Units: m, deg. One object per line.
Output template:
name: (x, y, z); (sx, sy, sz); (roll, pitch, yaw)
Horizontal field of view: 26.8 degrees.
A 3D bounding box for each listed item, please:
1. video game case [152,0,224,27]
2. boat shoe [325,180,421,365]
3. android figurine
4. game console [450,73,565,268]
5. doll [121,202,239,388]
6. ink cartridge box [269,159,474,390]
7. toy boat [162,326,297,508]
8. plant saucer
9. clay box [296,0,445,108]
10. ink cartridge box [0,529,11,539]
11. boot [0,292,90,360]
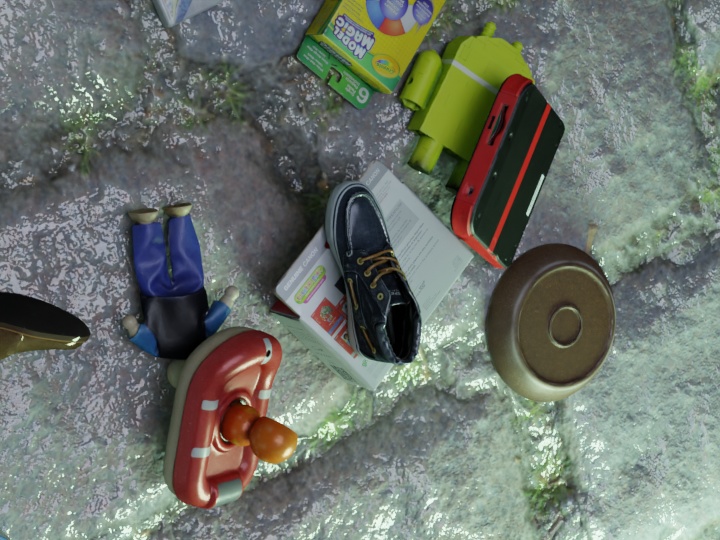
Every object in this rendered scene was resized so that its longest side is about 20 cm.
video game case: (-0.170, -0.387, 1.603); (0.182, 0.022, 0.201); (-31, 110, -23)
boat shoe: (0.021, 0.003, 1.622); (0.070, 0.091, 0.202); (-15, 101, -26)
android figurine: (0.132, -0.194, 1.786); (0.181, 0.041, 0.201); (27, 83, -29)
game console: (0.175, -0.115, 1.778); (0.201, 0.031, 0.177); (-67, 154, -6)
doll: (-0.195, 0.031, 1.623); (0.135, 0.048, 0.202); (-11, 101, -27)
ink cartridge box: (0.000, 0.000, 1.710); (0.176, 0.084, 0.200); (45, 74, -24)
toy boat: (-0.123, 0.164, 1.608); (0.130, 0.130, 0.202); (-8, 112, -57)
plant saucer: (0.248, 0.068, 1.889); (0.199, 0.034, 0.202); (-4, 99, -30)
clay box: (0.022, -0.293, 1.708); (0.115, 0.047, 0.201); (35, 78, -30)
ink cartridge box: (-0.449, 0.315, 1.468); (0.128, 0.125, 0.201); (36, 78, -28)
boot: (-0.374, 0.068, 1.525); (0.198, 0.074, 0.076); (7, 111, -26)
